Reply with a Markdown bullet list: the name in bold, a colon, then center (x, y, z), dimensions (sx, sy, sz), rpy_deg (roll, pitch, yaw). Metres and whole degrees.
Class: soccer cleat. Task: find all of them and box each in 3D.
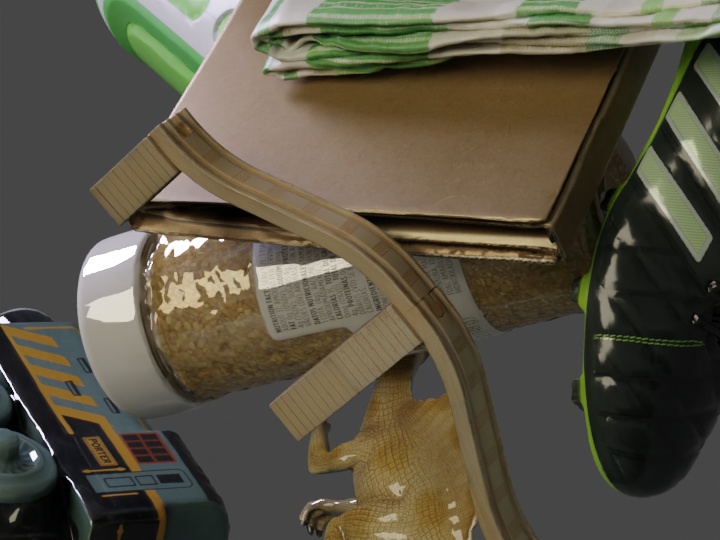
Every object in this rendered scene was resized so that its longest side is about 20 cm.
- **soccer cleat**: center (0.125, -0.022, 0.845), dimensions (0.081, 0.067, 0.201), rpy_deg (11, 79, 41)

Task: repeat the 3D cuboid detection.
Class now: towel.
- **towel**: center (0.073, -0.124, 0.889), dimensions (0.199, 0.023, 0.153), rpy_deg (-2, 43, 32)

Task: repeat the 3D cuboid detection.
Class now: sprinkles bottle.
- **sprinkles bottle**: center (0.000, 0.000, 0.925), dimensions (0.199, 0.068, 0.069), rpy_deg (-14, 60, 24)

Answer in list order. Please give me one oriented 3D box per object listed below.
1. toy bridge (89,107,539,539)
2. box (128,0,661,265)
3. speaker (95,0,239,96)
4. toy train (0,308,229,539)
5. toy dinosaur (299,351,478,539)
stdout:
- **toy bridge**: center (0.001, 0.029, 0.847), dimensions (0.067, 0.027, 0.200), rpy_deg (-40, 90, 32)
- **box**: center (0.027, -0.084, 0.915), dimensions (0.162, 0.021, 0.201), rpy_deg (4, 48, 29)
- **speaker**: center (-0.032, -0.088, 1.034), dimensions (0.089, 0.088, 0.200), rpy_deg (-59, 40, 9)
- **toy train**: center (-0.133, 0.075, 1.048), dimensions (0.200, 0.113, 0.086), rpy_deg (47, 130, 52)
- **toy dinosaur**: center (0.015, 0.092, 0.915), dimensions (0.101, 0.058, 0.201), rpy_deg (-42, 45, 25)
